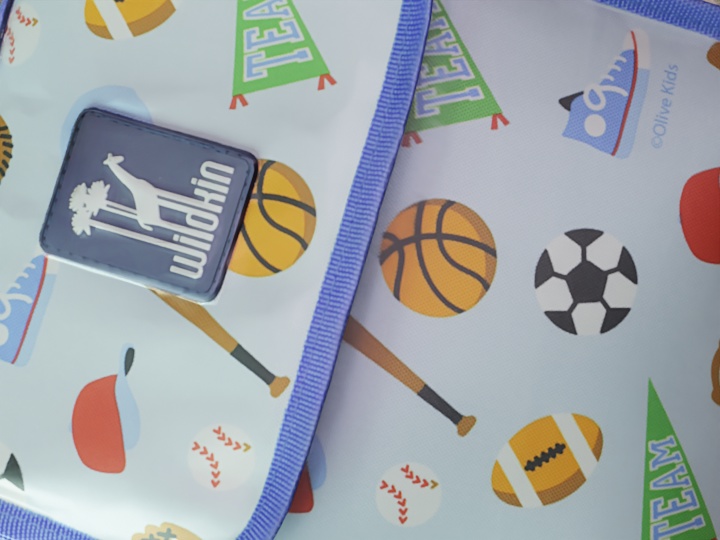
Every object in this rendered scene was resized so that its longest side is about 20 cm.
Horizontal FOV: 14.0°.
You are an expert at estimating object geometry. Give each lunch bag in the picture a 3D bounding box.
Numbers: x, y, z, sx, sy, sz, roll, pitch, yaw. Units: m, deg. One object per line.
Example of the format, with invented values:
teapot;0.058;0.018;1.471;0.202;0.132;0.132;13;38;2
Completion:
lunch bag;0.000;0.000;0.697;0.199;0.124;0.171;17;88;-13
